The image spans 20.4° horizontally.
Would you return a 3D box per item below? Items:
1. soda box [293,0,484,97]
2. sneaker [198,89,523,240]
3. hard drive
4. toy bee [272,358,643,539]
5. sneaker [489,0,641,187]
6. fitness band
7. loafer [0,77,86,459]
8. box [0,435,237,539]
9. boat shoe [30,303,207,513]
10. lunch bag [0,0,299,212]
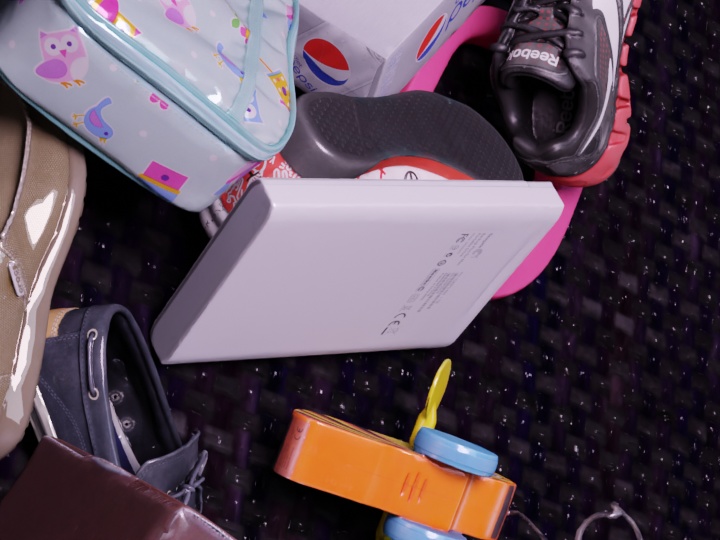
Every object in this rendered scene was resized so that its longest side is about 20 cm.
[{"bbox_3d":[0.032,-0.174,1.187,0.068,0.063,0.200,34,52,11],"label":"soda box"},{"bbox_3d":[-0.002,-0.045,1.117,0.201,0.108,0.067,0,56,-52],"label":"sneaker"},{"bbox_3d":[0.000,0.000,1.081,0.200,0.132,0.026,-1,52,-39],"label":"hard drive"},{"bbox_3d":[0.041,0.129,1.120,0.200,0.109,0.131,42,85,-10],"label":"toy bee"},{"bbox_3d":[0.121,-0.147,1.179,0.098,0.071,0.201,-10,105,-60],"label":"sneaker"},{"bbox_3d":[0.072,-0.071,1.227,0.144,0.037,0.200,42,54,-24],"label":"fitness band"},{"bbox_3d":[-0.184,-0.008,0.963,0.067,0.076,0.200,21,65,-42],"label":"loafer"},{"bbox_3d":[-0.105,0.208,0.875,0.164,0.166,0.200,39,79,-26],"label":"box"},{"bbox_3d":[-0.108,0.107,0.997,0.200,0.062,0.075,67,23,-3],"label":"boat shoe"},{"bbox_3d":[-0.102,-0.132,1.024,0.160,0.077,0.200,36,32,-24],"label":"lunch bag"}]
